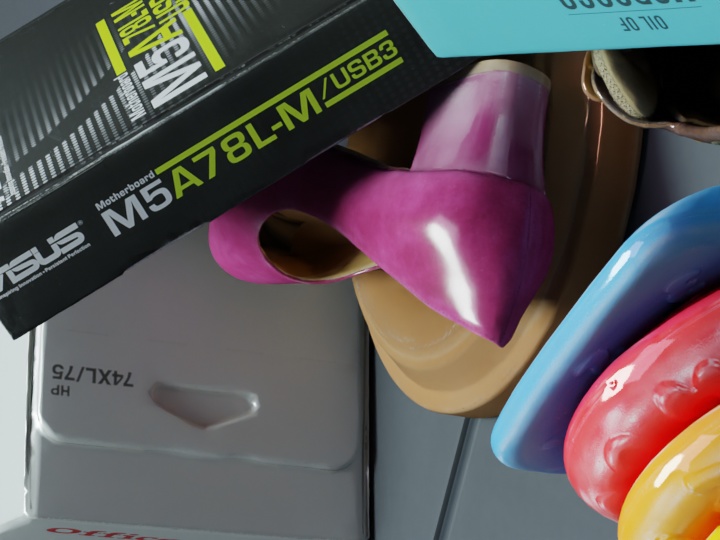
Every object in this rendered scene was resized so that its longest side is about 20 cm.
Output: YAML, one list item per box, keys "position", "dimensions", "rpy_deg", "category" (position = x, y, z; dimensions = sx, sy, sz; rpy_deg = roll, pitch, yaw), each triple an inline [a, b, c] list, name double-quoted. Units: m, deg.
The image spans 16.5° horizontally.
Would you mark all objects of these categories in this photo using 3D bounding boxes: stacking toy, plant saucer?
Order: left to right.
- position: [0.040, -0.047, 0.909]
  dimensions: [0.200, 0.032, 0.201]
  rpy_deg: [-173, 90, -65]
  category: "plant saucer"
- position: [0.129, 0.083, 0.623]
  dimensions: [0.200, 0.116, 0.110]
  rpy_deg: [62, 141, 30]
  category: "stacking toy"

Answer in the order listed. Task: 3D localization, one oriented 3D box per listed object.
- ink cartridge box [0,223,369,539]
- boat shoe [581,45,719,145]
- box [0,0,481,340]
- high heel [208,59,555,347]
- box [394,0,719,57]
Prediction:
- position: [-0.102, 0.054, 1.056]
  dimensions: [0.200, 0.146, 0.147]
  rpy_deg: [-27, 59, 61]
  category: "ink cartridge box"
- position: [0.101, -0.073, 0.731]
  dimensions: [0.200, 0.072, 0.072]
  rpy_deg: [-130, 51, -58]
  category: "boat shoe"
- position: [-0.062, -0.074, 0.892]
  dimensions: [0.048, 0.193, 0.200]
  rpy_deg: [61, 180, -23]
  category: "box"
- position: [0.000, 0.000, 0.869]
  dimensions: [0.200, 0.067, 0.096]
  rpy_deg: [-19, 56, 49]
  category: "high heel"
- position: [0.095, -0.106, 0.675]
  dimensions: [0.200, 0.049, 0.082]
  rpy_deg: [2, 52, 48]
  category: "box"
